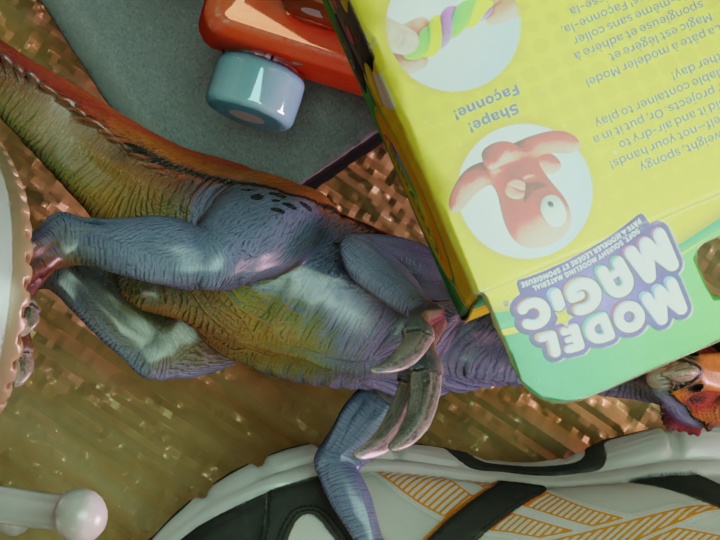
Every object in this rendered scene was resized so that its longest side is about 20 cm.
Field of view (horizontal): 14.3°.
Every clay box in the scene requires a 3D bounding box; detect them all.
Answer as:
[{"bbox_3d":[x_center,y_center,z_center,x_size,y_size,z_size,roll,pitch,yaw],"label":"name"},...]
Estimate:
[{"bbox_3d":[0.046,-0.078,0.638,0.115,0.048,0.201,-22,85,-7],"label":"clay box"}]

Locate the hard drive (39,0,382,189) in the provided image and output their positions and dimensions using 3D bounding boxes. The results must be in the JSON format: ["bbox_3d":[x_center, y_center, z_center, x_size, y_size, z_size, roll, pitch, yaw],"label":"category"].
[{"bbox_3d":[-0.036,-0.125,0.746,0.139,0.033,0.200,-34,87,8],"label":"hard drive"}]

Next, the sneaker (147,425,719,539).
[{"bbox_3d":[0.034,0.088,0.739,0.199,0.080,0.074,-9,121,-12],"label":"sneaker"}]

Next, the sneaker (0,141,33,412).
[{"bbox_3d":[-0.146,-0.023,0.654,0.108,0.200,0.070,5,106,-20],"label":"sneaker"}]

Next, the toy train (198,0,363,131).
[{"bbox_3d":[0.042,-0.117,0.691,0.150,0.056,0.201,22,81,-4],"label":"toy train"}]

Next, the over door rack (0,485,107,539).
[{"bbox_3d":[-0.104,0.115,0.649,0.066,0.200,0.148,10,81,0],"label":"over door rack"}]

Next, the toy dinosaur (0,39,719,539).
[{"bbox_3d":[0.000,0.000,0.688,0.181,0.105,0.201,-6,69,-16],"label":"toy dinosaur"}]
